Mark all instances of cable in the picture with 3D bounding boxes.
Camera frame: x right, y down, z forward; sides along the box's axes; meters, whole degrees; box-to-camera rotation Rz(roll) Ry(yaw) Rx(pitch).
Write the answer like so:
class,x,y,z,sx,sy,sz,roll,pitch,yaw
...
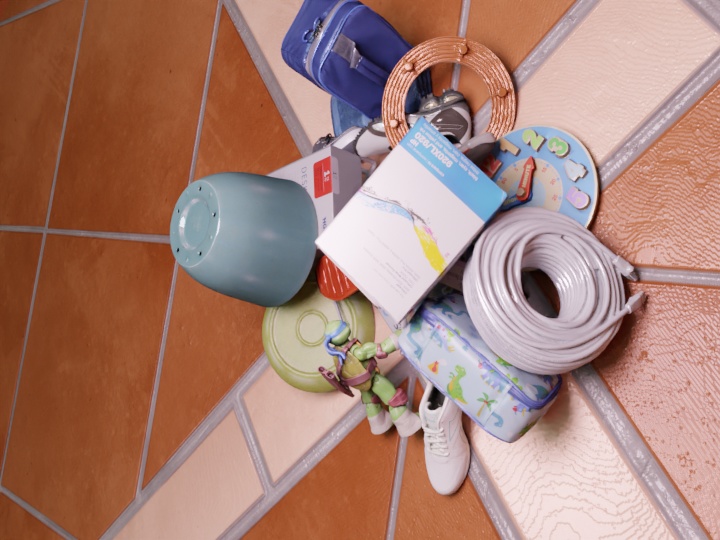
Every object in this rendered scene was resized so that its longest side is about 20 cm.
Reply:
class,x,y,z,sx,sy,sz,roll,pitch,yaw
cable,0.219,0.021,0.894,0.200,0.199,0.069,47,154,6

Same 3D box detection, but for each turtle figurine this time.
class,x,y,z,sx,sy,sz,roll,pitch,yaw
turtle figurine,0.032,0.131,1.095,0.142,0.200,0.197,-21,105,18

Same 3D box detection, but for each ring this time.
class,x,y,z,sx,sy,sz,roll,pitch,yaw
ring,0.126,-0.235,1.082,0.196,0.019,0.206,2,98,12

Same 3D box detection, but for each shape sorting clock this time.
class,x,y,z,sx,sy,sz,roll,pitch,yaw
shape sorting clock,0.226,-0.100,1.013,0.197,0.039,0.205,-13,69,38

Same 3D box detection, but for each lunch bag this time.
class,x,y,z,sx,sy,sz,roll,pitch,yaw
lunch bag,-0.013,-0.326,1.118,0.132,0.198,0.138,38,102,38
lunch bag,0.154,0.114,0.944,0.199,0.160,0.083,41,112,21

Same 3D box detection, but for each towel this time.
class,x,y,z,sx,sy,sz,roll,pitch,yaw
towel,0.029,-0.285,1.240,0.198,0.048,0.114,-22,68,38

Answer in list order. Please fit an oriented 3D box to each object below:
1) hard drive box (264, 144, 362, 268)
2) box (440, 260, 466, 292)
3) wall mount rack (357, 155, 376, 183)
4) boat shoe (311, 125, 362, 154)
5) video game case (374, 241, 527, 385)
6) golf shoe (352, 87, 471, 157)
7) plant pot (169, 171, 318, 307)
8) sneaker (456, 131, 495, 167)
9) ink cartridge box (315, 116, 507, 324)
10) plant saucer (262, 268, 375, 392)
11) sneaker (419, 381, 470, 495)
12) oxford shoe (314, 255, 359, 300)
class,x,y,z,sx,sy,sz,roll,pitch,yaw
hard drive box,-0.089,-0.089,1.195,0.197,0.076,0.160,-17,70,39
box,0.127,0.001,1.057,0.198,0.041,0.039,26,98,44
wall mount rack,-0.003,-0.080,1.209,0.201,0.074,0.176,50,118,39
boat shoe,-0.056,-0.195,1.267,0.200,0.069,0.067,-42,69,52
video game case,0.125,0.046,1.094,0.201,0.025,0.182,-52,51,23
golf shoe,0.077,-0.200,1.142,0.197,0.077,0.097,-19,79,27
plant pot,-0.188,-0.056,1.118,0.198,0.159,0.206,-11,74,42
sneaker,0.125,-0.109,1.055,0.200,0.077,0.082,-43,92,16
ink cartridge box,0.063,-0.055,0.938,0.144,0.147,0.201,42,92,6
plant saucer,-0.074,0.095,1.209,0.195,0.031,0.205,-2,81,14
sneaker,0.108,0.212,1.023,0.069,0.080,0.205,5,97,33
oxford shoe,0.000,0.000,1.114,0.198,0.071,0.073,-13,90,54
